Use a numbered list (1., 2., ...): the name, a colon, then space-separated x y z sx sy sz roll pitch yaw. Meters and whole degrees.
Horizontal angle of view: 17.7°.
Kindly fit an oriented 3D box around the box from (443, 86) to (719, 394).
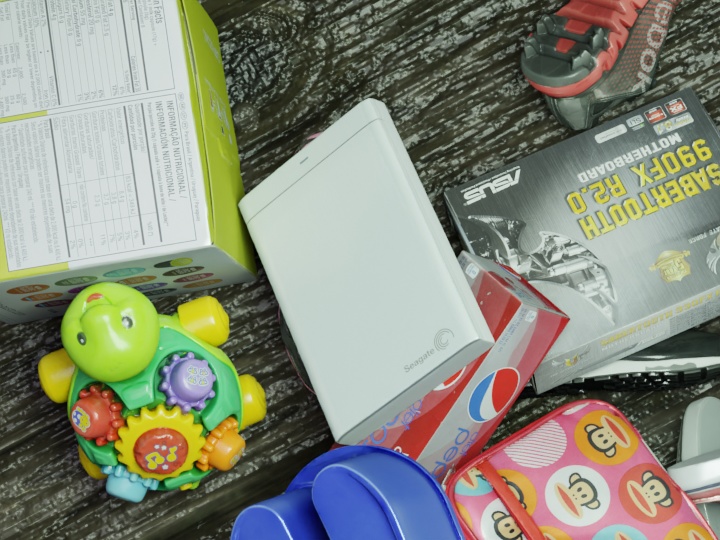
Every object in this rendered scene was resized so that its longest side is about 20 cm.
1. box: 0.180 -0.023 1.636 0.200 0.048 0.159 -23 60 -3

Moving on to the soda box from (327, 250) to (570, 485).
1. soda box: 0.053 0.090 1.574 0.070 0.063 0.200 43 106 36

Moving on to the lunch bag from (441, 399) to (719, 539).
1. lunch bag: 0.142 0.201 1.534 0.176 0.082 0.200 -27 68 -21

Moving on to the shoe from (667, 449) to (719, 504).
1. shoe: 0.304 0.161 1.599 0.200 0.071 0.091 -8 86 -31

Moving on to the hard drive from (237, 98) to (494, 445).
1. hard drive: 0.000 0.000 1.577 0.132 0.027 0.200 -37 61 25

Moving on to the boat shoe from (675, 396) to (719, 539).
1. boat shoe: 0.238 0.190 1.636 0.064 0.071 0.201 -17 64 40

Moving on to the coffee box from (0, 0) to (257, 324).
1. coffee box: -0.194 -0.084 1.641 0.197 0.200 0.201 -10 82 5

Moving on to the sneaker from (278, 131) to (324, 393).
1. sneaker: -0.026 -0.005 1.670 0.079 0.095 0.201 -4 85 3

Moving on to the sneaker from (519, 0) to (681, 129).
1. sneaker: 0.191 -0.180 1.677 0.071 0.098 0.201 22 61 34

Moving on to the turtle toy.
1. turtle toy: -0.153 0.085 1.638 0.145 0.101 0.200 -21 123 4

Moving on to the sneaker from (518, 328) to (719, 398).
1. sneaker: 0.175 0.041 1.658 0.199 0.076 0.088 -3 78 5

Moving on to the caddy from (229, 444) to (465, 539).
1. caddy: 0.005 0.211 1.495 0.141 0.105 0.200 -28 75 24
